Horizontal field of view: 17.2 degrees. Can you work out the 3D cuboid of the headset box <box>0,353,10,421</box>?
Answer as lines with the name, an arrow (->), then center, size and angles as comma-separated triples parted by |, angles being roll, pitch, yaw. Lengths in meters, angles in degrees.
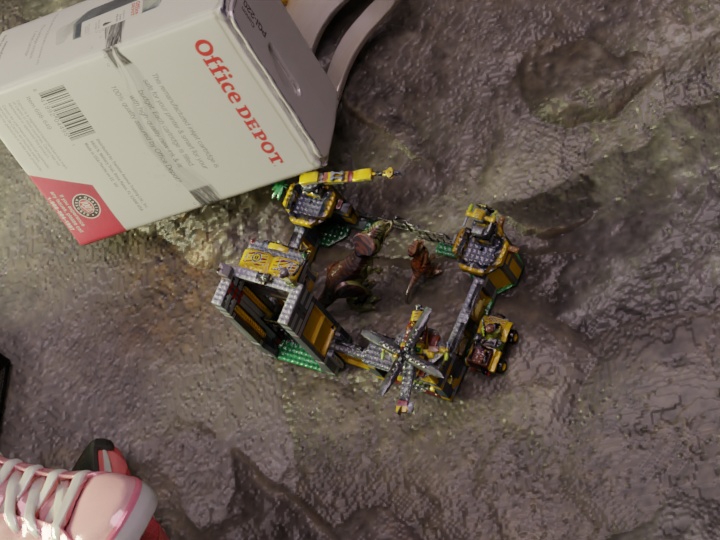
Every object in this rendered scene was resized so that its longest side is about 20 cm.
headset box -> -0.357, 0.121, 1.652 | 0.200, 0.075, 0.149 | -1, 68, 20

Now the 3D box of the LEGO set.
LEGO set -> 0.000, 0.000, 1.546 | 0.200, 0.116, 0.154 | 24, 78, 27

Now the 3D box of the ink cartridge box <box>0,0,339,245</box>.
ink cartridge box -> -0.135, -0.117, 1.609 | 0.200, 0.146, 0.085 | -16, 38, 24

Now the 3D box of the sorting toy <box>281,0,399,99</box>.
sorting toy -> -0.069, -0.197, 1.675 | 0.180, 0.107, 0.200 | 36, 103, 14

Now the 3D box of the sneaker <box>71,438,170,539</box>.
sneaker -> -0.148, 0.195, 1.553 | 0.074, 0.087, 0.200 | -54, 34, 28

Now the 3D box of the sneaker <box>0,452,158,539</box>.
sneaker -> -0.220, 0.150, 1.494 | 0.200, 0.105, 0.075 | -16, 41, 48
